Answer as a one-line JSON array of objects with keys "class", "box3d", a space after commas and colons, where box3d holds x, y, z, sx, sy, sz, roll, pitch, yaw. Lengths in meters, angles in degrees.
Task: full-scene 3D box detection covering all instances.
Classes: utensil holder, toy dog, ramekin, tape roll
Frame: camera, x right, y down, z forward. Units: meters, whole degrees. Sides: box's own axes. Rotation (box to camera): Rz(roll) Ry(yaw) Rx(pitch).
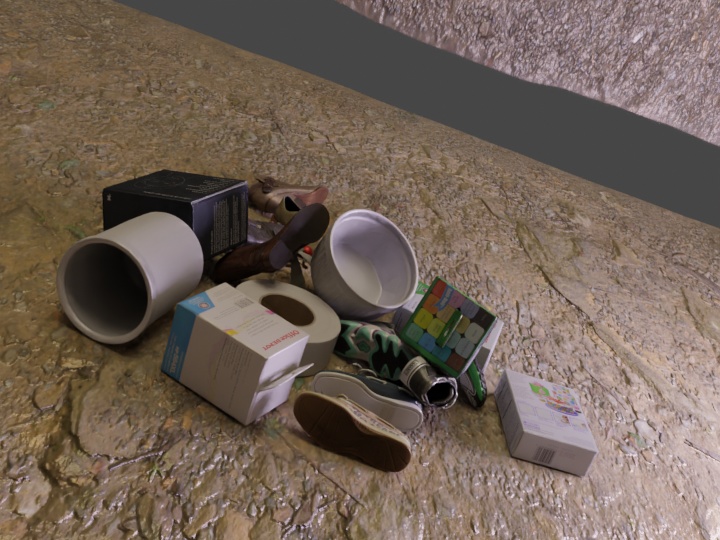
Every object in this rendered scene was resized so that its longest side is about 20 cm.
[{"class": "utensil holder", "box3d": [-0.365, 0.006, 1.636, 0.168, 0.172, 0.200, 25, 21, 9]}, {"class": "toy dog", "box3d": [-0.083, 0.010, 1.951, 0.196, 0.132, 0.098, 13, 61, -5]}, {"class": "ramekin", "box3d": [0.000, 0.000, 1.868, 0.197, 0.105, 0.203, 19, 53, -27]}, {"class": "tape roll", "box3d": [-0.136, 0.097, 1.748, 0.199, 0.072, 0.203, 18, 24, -8]}]

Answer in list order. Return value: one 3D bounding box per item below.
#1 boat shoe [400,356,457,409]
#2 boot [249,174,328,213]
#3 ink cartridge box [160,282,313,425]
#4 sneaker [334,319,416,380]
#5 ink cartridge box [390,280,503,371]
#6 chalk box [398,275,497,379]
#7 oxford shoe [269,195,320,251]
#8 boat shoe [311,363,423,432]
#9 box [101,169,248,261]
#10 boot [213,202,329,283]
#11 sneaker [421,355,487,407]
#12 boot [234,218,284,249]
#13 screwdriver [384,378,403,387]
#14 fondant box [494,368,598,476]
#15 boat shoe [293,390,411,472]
[{"class": "boat shoe", "box3d": [0.126, 0.202, 1.692, 0.064, 0.071, 0.200, 42, 4, 28]}, {"class": "boot", "box3d": [-0.171, -0.178, 2.300, 0.144, 0.071, 0.200, 25, 24, 13]}, {"class": "ink cartridge box", "box3d": [-0.184, 0.133, 1.562, 0.198, 0.127, 0.128, 30, 26, 20]}, {"class": "sneaker", "box3d": [0.054, 0.132, 1.802, 0.198, 0.079, 0.139, 26, 18, 38]}, {"class": "ink cartridge box", "box3d": [0.164, 0.116, 1.939, 0.197, 0.084, 0.147, 26, 25, 7]}, {"class": "chalk box", "box3d": [0.147, 0.094, 1.685, 0.123, 0.126, 0.200, 34, 1, 10]}, {"class": "oxford shoe", "box3d": [-0.122, -0.087, 2.138, 0.070, 0.076, 0.199, -4, 35, -45]}, {"class": "boat shoe", "box3d": [0.011, 0.201, 1.646, 0.196, 0.076, 0.062, 17, 25, -14]}, {"class": "box", "box3d": [-0.338, -0.101, 1.868, 0.196, 0.127, 0.196, 10, 17, 23]}, {"class": "boot", "box3d": [-0.169, -0.048, 1.875, 0.186, 0.198, 0.065, -43, 107, -36]}, {"class": "sneaker", "box3d": [0.161, 0.161, 1.826, 0.202, 0.085, 0.078, 56, 6, 11]}, {"class": "boot", "box3d": [-0.230, -0.089, 2.085, 0.172, 0.070, 0.200, 5, 32, -45]}, {"class": "screwdriver", "box3d": [0.088, 0.193, 1.794, 0.028, 0.030, 0.199, 33, 23, 28]}, {"class": "fondant box", "box3d": [0.325, 0.266, 1.792, 0.142, 0.059, 0.201, 17, 25, -10]}, {"class": "boat shoe", "box3d": [-0.013, 0.242, 1.556, 0.198, 0.074, 0.063, 31, 17, -5]}]
